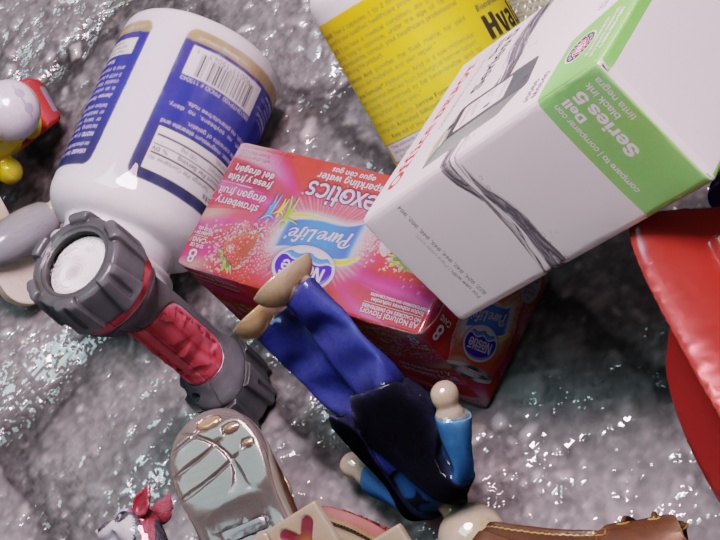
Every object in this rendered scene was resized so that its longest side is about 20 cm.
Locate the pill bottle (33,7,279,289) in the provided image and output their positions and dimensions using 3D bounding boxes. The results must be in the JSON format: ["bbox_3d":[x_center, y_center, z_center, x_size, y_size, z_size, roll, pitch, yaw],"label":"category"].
[{"bbox_3d":[-0.143,-0.066,1.185,0.119,0.120,0.201,7,65,35],"label":"pill bottle"}]

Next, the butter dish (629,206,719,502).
[{"bbox_3d":[0.233,0.074,0.853,0.199,0.148,0.200,-4,46,-20],"label":"butter dish"}]

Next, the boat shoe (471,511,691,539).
[{"bbox_3d":[0.150,0.162,0.892,0.199,0.072,0.068,11,62,30],"label":"boat shoe"}]

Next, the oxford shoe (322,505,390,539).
[{"bbox_3d":[0.032,0.197,0.940,0.200,0.070,0.075,31,85,42],"label":"oxford shoe"}]

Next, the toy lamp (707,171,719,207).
[{"bbox_3d":[0.237,-0.128,1.030,0.058,0.058,0.201,-6,57,29],"label":"toy lamp"}]

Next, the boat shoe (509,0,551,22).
[{"bbox_3d":[0.136,-0.179,1.124,0.200,0.062,0.075,-43,44,22],"label":"boat shoe"}]

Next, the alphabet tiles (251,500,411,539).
[{"bbox_3d":[-0.011,0.231,0.903,0.166,0.006,0.201,-33,83,17],"label":"alphabet tiles"}]

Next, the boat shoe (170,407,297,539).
[{"bbox_3d":[-0.052,0.179,1.005,0.075,0.072,0.201,-17,72,6],"label":"boat shoe"}]

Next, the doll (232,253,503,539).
[{"bbox_3d":[0.012,0.089,0.983,0.200,0.137,0.048,48,54,8],"label":"doll"}]

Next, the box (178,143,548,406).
[{"bbox_3d":[0.000,0.000,1.066,0.199,0.100,0.096,16,70,37],"label":"box"}]

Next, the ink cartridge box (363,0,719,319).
[{"bbox_3d":[0.110,-0.079,0.898,0.200,0.084,0.146,-32,19,49],"label":"ink cartridge box"}]

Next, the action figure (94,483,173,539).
[{"bbox_3d":[-0.135,0.220,0.967,0.149,0.133,0.201,5,83,57],"label":"action figure"}]

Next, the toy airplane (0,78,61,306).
[{"bbox_3d":[-0.293,-0.094,1.243,0.141,0.200,0.200,-25,50,32],"label":"toy airplane"}]

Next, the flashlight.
[{"bbox_3d":[-0.118,0.040,1.046,0.068,0.200,0.068,15,69,37],"label":"flashlight"}]

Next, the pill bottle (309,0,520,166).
[{"bbox_3d":[0.037,-0.148,1.062,0.111,0.201,0.111,-30,7,4],"label":"pill bottle"}]
